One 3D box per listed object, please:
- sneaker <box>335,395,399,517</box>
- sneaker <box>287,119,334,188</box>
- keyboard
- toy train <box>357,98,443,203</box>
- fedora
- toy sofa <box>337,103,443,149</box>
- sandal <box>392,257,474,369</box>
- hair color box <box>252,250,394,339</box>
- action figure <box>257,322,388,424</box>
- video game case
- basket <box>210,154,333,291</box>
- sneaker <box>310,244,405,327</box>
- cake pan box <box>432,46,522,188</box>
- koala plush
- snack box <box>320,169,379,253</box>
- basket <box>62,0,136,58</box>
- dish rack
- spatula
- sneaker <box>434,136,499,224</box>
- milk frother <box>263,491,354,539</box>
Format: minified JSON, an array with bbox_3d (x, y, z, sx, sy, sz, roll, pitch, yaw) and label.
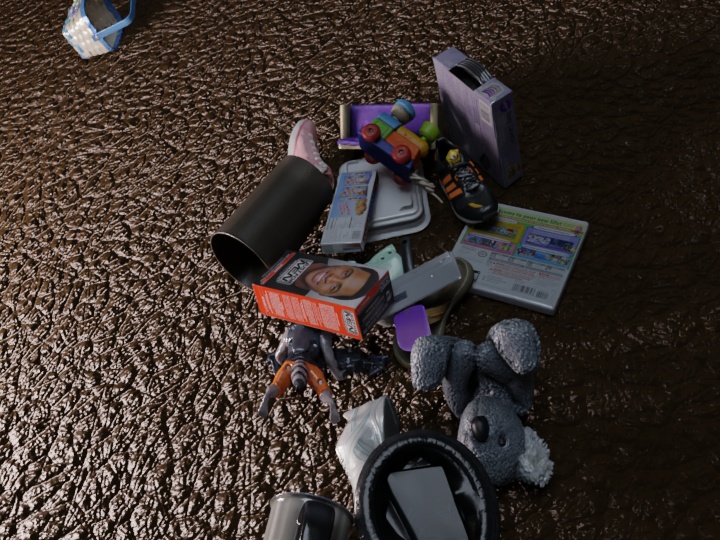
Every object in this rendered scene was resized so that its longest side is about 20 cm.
[{"bbox_3d":[0.007,0.266,1.062,0.079,0.071,0.202,-16,35,19],"label":"sneaker"},{"bbox_3d":[-0.088,-0.201,1.467,0.102,0.076,0.204,0,59,22],"label":"sneaker"},{"bbox_3d":[0.060,0.035,1.175,0.197,0.011,0.057,-28,51,14],"label":"keyboard"},{"bbox_3d":[0.100,-0.209,1.342,0.199,0.085,0.116,38,73,20],"label":"toy train"},{"bbox_3d":[0.080,0.310,0.970,0.195,0.092,0.205,0,61,0],"label":"fedora"},{"bbox_3d":[0.055,-0.270,1.447,0.195,0.085,0.097,4,10,23],"label":"toy sofa"},{"bbox_3d":[0.109,0.057,1.200,0.079,0.054,0.202,24,73,31],"label":"sandal"},{"bbox_3d":[-0.057,0.033,1.173,0.196,0.062,0.102,11,40,32],"label":"hair color box"},{"bbox_3d":[-0.058,0.134,1.157,0.195,0.106,0.196,-6,39,6],"label":"action figure"},{"bbox_3d":[0.250,-0.027,1.260,0.196,0.022,0.184,15,57,28],"label":"video game case"},{"bbox_3d":[-0.144,-0.086,1.314,0.135,0.181,0.202,34,68,3],"label":"basket"},{"bbox_3d":[0.000,0.000,1.274,0.198,0.074,0.119,28,69,22],"label":"sneaker"},{"bbox_3d":[0.206,-0.272,1.358,0.052,0.202,0.185,-32,47,-9],"label":"cake pan box"},{"bbox_3d":[0.174,0.192,1.033,0.173,0.184,0.205,-12,69,17],"label":"koala plush"},{"bbox_3d":[-0.016,-0.105,1.324,0.070,0.025,0.202,-4,42,15],"label":"snack box"},{"bbox_3d":[-0.649,-0.641,1.955,0.196,0.140,0.179,-20,46,12],"label":"basket"},{"bbox_3d":[0.035,-0.145,1.408,0.167,0.044,0.203,-11,48,8],"label":"dish rack"},{"bbox_3d":[0.075,0.030,1.189,0.056,0.021,0.204,-21,49,24],"label":"spatula"},{"bbox_3d":[0.172,-0.158,1.327,0.069,0.091,0.201,-27,37,1],"label":"sneaker"},{"bbox_3d":[-0.030,0.392,0.939,0.197,0.180,0.191,27,51,-18],"label":"milk frother"}]
